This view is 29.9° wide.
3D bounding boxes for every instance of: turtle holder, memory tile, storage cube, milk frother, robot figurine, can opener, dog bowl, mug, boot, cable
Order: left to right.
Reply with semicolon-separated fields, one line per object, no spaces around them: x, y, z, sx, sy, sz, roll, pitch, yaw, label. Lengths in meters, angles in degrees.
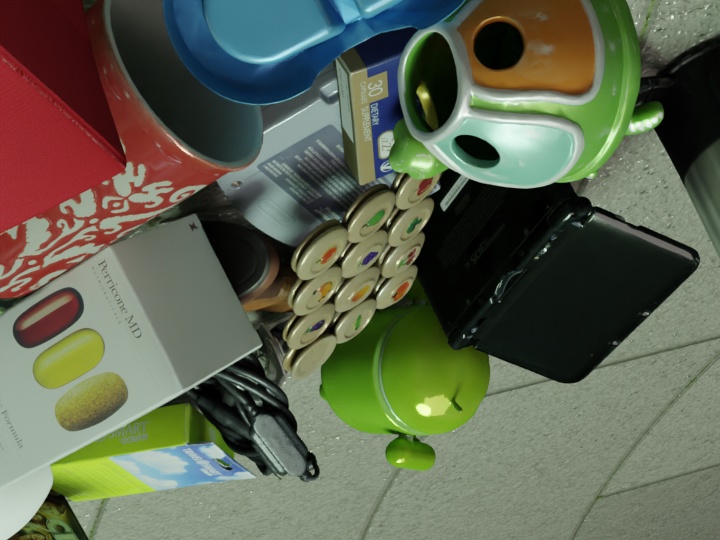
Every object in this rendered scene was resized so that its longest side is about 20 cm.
-0.244;-0.119;0.678;0.198;0.173;0.180;-25;152;9;storage cube
-0.164;-0.068;0.866;0.199;0.135;0.177;-31;148;27;mug
-0.118;0.105;1.188;0.051;0.162;0.201;-46;121;-16;cable
-0.084;0.098;1.263;0.066;0.054;0.200;-24;165;-22;can opener
-0.063;0.013;1.090;0.198;0.070;0.187;6;160;-38;boot
-0.020;-0.179;0.795;0.198;0.113;0.050;-25;-166;11;dog bowl
0.000;0.000;1.066;0.153;0.017;0.201;-36;157;-25;memory tile
0.040;0.093;1.246;0.114;0.178;0.199;13;168;-30;robot figurine
0.087;-0.123;0.854;0.130;0.143;0.185;-9;-166;-28;turtle holder
0.270;-0.073;1.072;0.198;0.190;0.181;-26;151;11;milk frother

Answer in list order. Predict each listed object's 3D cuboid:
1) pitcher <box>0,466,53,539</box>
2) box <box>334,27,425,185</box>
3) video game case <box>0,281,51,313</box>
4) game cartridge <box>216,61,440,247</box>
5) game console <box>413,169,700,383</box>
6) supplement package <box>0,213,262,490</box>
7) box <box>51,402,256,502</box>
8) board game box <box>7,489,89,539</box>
-0.383;0.177;1.164;0.199;0.173;0.121;-28;-175;-30;pitcher
0.078;-0.144;0.951;0.198;0.033;0.122;-26;148;-12;box
-0.321;0.007;1.004;0.198;0.024;0.182;9;141;-42;video game case
-0.032;-0.077;1.032;0.132;0.041;0.200;-31;150;12;game cartridge
0.149;-0.019;1.112;0.115;0.177;0.201;-8;150;-34;game console
-0.191;0.058;0.976;0.199;0.115;0.109;-29;180;30;supplement package
-0.212;0.177;1.296;0.197;0.048;0.122;-10;154;14;box
-0.317;0.262;1.267;0.134;0.200;0.035;13;116;-45;board game box
